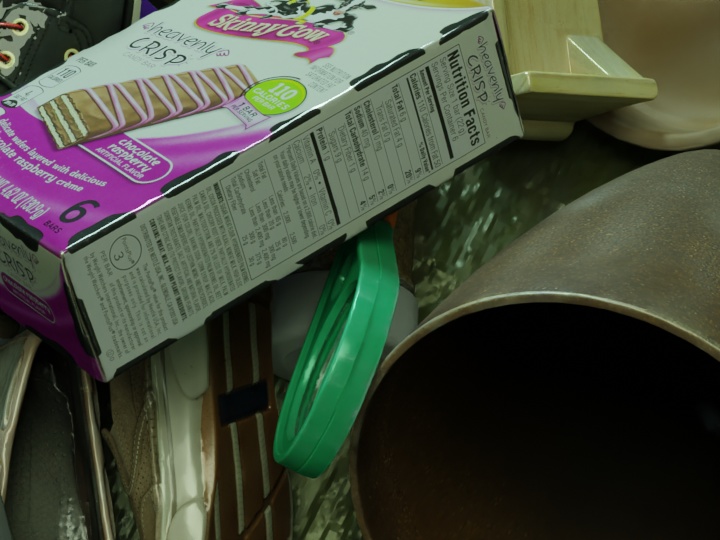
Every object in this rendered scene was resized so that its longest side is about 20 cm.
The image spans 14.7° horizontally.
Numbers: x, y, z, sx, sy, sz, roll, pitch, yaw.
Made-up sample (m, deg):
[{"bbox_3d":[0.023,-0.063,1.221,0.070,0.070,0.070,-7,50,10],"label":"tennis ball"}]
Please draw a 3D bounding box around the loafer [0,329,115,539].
[{"bbox_3d":[-0.128,0.116,1.123,0.071,0.063,0.201,5,62,-27],"label":"loafer"}]

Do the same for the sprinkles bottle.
[{"bbox_3d":[-0.007,-0.053,1.196,0.068,0.068,0.201,0,66,4],"label":"sprinkles bottle"}]

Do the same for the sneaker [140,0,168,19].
[{"bbox_3d":[-0.088,-0.062,1.203,0.069,0.099,0.201,-26,88,36],"label":"sneaker"}]

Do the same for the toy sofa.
[{"bbox_3d":[0.053,-0.156,1.183,0.097,0.082,0.202,-13,81,45],"label":"toy sofa"}]

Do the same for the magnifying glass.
[{"bbox_3d":[0.000,0.000,1.081,0.022,0.080,0.201,22,40,-10],"label":"magnifying glass"}]

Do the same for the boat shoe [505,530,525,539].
[{"bbox_3d":[0.070,0.188,1.085,0.069,0.071,0.201,-16,66,-4],"label":"boat shoe"}]

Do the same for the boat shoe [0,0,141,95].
[{"bbox_3d":[-0.138,-0.084,1.131,0.073,0.063,0.203,18,107,25],"label":"boat shoe"}]

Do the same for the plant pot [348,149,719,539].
[{"bbox_3d":[0.117,0.041,1.084,0.186,0.188,0.200,20,36,12],"label":"plant pot"}]

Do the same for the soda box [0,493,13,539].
[{"bbox_3d":[-0.191,0.033,1.081,0.068,0.064,0.201,-16,83,4],"label":"soda box"}]

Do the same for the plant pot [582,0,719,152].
[{"bbox_3d":[0.163,-0.151,1.191,0.092,0.201,0.202,-1,58,-42],"label":"plant pot"}]

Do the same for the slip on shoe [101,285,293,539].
[{"bbox_3d":[-0.072,0.071,1.125,0.060,0.076,0.202,1,97,29],"label":"slip on shoe"}]

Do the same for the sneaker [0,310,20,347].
[{"bbox_3d":[-0.250,0.008,1.177,0.199,0.071,0.113,31,106,-18],"label":"sneaker"}]

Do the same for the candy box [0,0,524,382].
[{"bbox_3d":[-0.057,-0.050,1.074,0.199,0.061,0.136,-30,34,-23],"label":"candy box"}]
